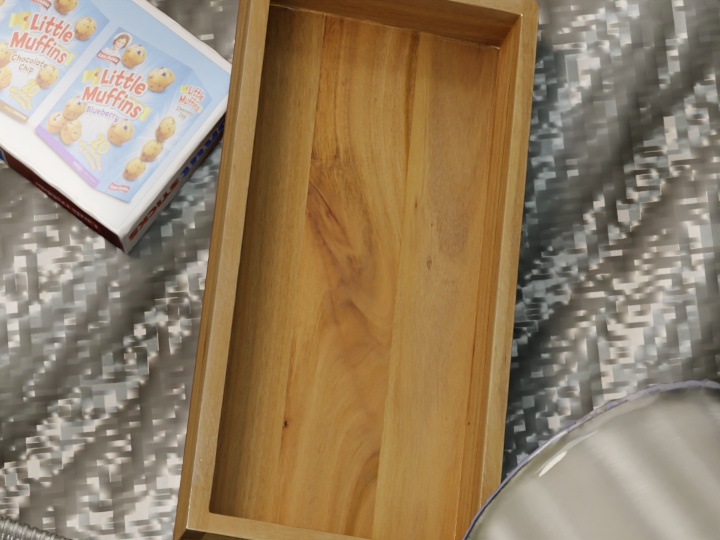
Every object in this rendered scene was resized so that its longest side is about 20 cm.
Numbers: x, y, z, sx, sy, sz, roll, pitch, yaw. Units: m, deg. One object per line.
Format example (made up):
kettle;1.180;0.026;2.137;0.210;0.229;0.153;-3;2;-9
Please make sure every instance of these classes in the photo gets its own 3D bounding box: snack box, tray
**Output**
snack box;-0.136;-0.094;1.034;0.200;0.024;0.072;37;78;9
tray;0.000;0.000;0.982;0.098;0.037;0.201;10;68;-10

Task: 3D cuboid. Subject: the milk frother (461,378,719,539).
milk frother;0.159;0.142;0.924;0.180;0.200;0.188;-34;52;-2

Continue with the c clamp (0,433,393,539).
c clamp;-0.104;0.116;0.983;0.199;0.027;0.172;13;79;2
